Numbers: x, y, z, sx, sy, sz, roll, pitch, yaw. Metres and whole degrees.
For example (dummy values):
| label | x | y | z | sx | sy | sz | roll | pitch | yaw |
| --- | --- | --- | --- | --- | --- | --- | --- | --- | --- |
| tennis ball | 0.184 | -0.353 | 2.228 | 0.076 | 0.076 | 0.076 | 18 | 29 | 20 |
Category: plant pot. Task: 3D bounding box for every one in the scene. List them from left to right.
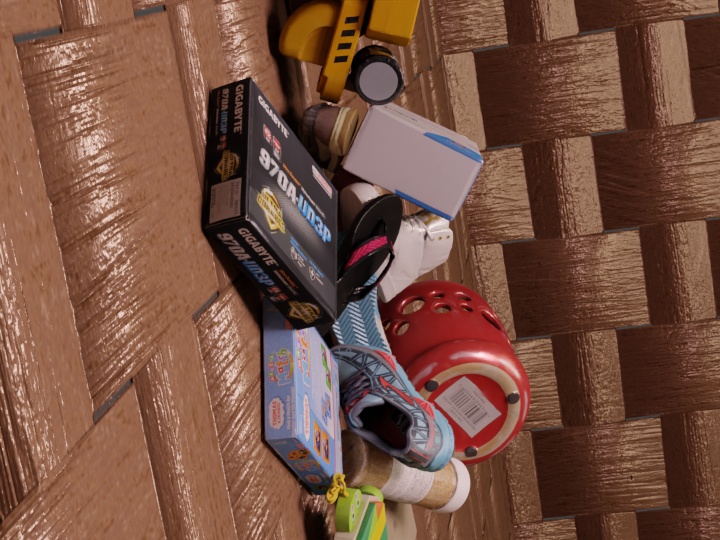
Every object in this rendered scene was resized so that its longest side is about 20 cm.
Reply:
| label | x | y | z | sx | sy | sz | roll | pitch | yaw |
| --- | --- | --- | --- | --- | --- | --- | --- | --- | --- |
| plant pot | 0.104 | 0.138 | 1.773 | 0.183 | 0.200 | 0.201 | -114 | -170 | -62 |

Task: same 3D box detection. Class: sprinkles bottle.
| label | x | y | z | sx | sy | sz | roll | pitch | yaw |
| --- | --- | --- | --- | --- | --- | --- | --- | --- | --- |
| sprinkles bottle | 0.043 | 0.233 | 1.620 | 0.200 | 0.068 | 0.068 | 22 | 57 | -47 |

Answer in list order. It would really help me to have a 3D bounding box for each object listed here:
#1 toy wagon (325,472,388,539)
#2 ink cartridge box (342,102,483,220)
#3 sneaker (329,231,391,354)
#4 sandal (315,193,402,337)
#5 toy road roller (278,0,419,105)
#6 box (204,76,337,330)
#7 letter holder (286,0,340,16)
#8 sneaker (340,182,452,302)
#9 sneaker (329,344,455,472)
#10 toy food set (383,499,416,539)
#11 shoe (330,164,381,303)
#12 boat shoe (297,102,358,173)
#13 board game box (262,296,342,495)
| label | x | y | z | sx | sy | sz | roll | pitch | yaw |
| --- | --- | --- | --- | --- | --- | --- | --- | --- | --- |
| toy wagon | -0.006 | 0.299 | 1.490 | 0.155 | 0.040 | 0.200 | -66 | 157 | -50 |
| ink cartridge box | 0.063 | -0.138 | 1.690 | 0.200 | 0.146 | 0.084 | -74 | -170 | -80 |
| sneaker | -0.014 | 0.052 | 1.680 | 0.081 | 0.076 | 0.200 | -162 | -122 | -75 |
| sandal | 0.000 | 0.000 | 1.560 | 0.200 | 0.045 | 0.075 | -55 | 138 | -26 |
| toy road roller | -0.009 | -0.286 | 1.590 | 0.123 | 0.146 | 0.200 | -98 | -156 | -75 |
| box | -0.080 | -0.058 | 1.330 | 0.200 | 0.046 | 0.159 | 52 | 31 | -51 |
| letter holder | -0.021 | -0.388 | 1.704 | 0.101 | 0.142 | 0.200 | -64 | 145 | -72 |
| sneaker | 0.048 | -0.057 | 1.681 | 0.074 | 0.116 | 0.200 | 51 | -13 | 35 |
| sneaker | 0.017 | 0.141 | 1.555 | 0.095 | 0.200 | 0.079 | 16 | 109 | -53 |
| toy food set | 0.014 | 0.308 | 1.698 | 0.200 | 0.060 | 0.144 | -65 | 148 | -56 |
| shoe | 0.000 | -0.043 | 1.788 | 0.200 | 0.071 | 0.091 | 86 | -8 | -47 |
| boat shoe | -0.041 | -0.163 | 1.651 | 0.200 | 0.065 | 0.073 | 126 | -14 | -82 |
| board game box | -0.057 | 0.131 | 1.446 | 0.200 | 0.037 | 0.151 | 65 | 20 | -63 |
